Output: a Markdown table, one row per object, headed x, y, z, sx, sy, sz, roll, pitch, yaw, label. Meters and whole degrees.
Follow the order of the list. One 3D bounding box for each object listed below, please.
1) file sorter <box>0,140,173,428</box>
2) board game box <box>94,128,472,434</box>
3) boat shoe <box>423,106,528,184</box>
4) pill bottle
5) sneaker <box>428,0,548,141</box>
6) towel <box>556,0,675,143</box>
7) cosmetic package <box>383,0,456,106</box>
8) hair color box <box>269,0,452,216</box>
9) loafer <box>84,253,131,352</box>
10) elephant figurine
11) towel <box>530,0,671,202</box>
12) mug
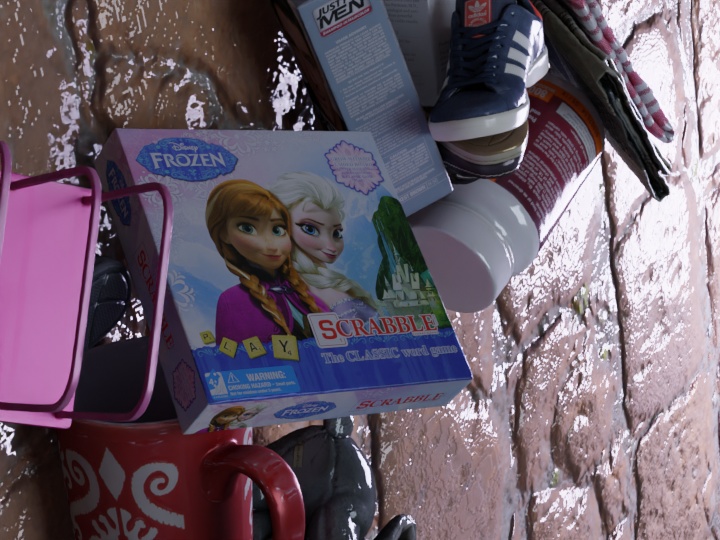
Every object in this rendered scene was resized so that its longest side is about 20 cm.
| x | y | z | sx | sy | sz | roll | pitch | yaw | label |
| --- | --- | --- | --- | --- | --- | --- | --- | --- | --- |
| -0.211 | 0.003 | 0.852 | 0.200 | 0.125 | 0.139 | 11 | 80 | -34 | file sorter |
| -0.048 | 0.000 | 1.054 | 0.200 | 0.041 | 0.200 | -3 | 59 | -36 | board game box |
| 0.081 | -0.099 | 1.277 | 0.072 | 0.200 | 0.065 | -13 | 111 | -13 | boat shoe |
| 0.115 | -0.066 | 1.382 | 0.200 | 0.114 | 0.114 | -54 | 137 | -34 | pill bottle |
| 0.088 | -0.158 | 1.203 | 0.200 | 0.075 | 0.085 | -62 | 143 | -61 | sneaker |
| 0.205 | -0.210 | 1.444 | 0.030 | 0.146 | 0.200 | -36 | 127 | 6 | towel |
| 0.048 | -0.238 | 1.279 | 0.113 | 0.081 | 0.200 | -32 | 122 | -48 | cosmetic package |
| -0.005 | -0.141 | 1.196 | 0.061 | 0.099 | 0.200 | -28 | 128 | -7 | hair color box |
| -0.225 | 0.044 | 0.978 | 0.200 | 0.063 | 0.072 | -35 | 140 | -41 | loafer |
| -0.032 | 0.211 | 1.248 | 0.200 | 0.155 | 0.142 | 60 | 6 | -56 | elephant figurine |
| 0.200 | -0.172 | 1.430 | 0.035 | 0.200 | 0.193 | -33 | 140 | 4 | towel |
| -0.122 | 0.166 | 1.058 | 0.133 | 0.178 | 0.200 | -9 | 113 | -20 | mug |
